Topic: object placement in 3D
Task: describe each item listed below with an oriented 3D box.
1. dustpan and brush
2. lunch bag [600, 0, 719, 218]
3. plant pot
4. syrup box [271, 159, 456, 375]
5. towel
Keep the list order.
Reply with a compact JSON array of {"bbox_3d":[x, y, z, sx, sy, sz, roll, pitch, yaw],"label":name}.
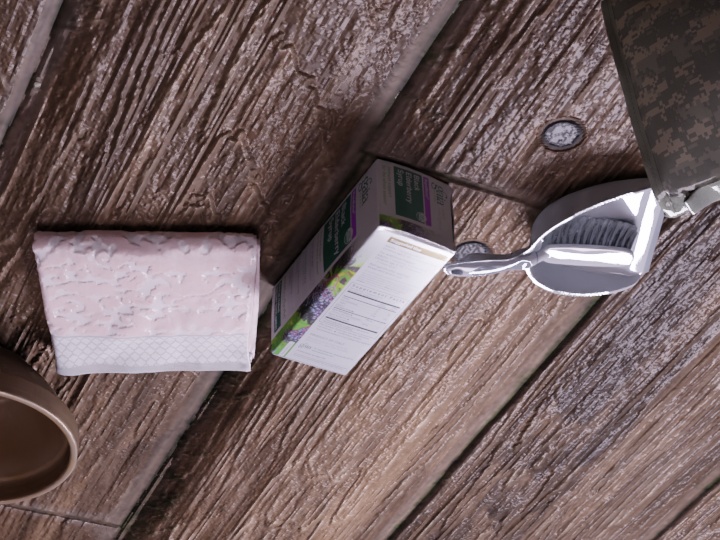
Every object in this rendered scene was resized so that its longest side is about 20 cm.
[{"bbox_3d":[0.170,-0.019,1.497,0.199,0.057,0.140,0,140,-3],"label":"dustpan and brush"},{"bbox_3d":[0.282,-0.137,1.253,0.163,0.201,0.118,-23,136,22],"label":"lunch bag"},{"bbox_3d":[-0.367,0.134,1.627,0.200,0.093,0.201,-1,141,-1],"label":"plant pot"},{"bbox_3d":[0.000,0.000,1.496,0.081,0.079,0.200,18,136,-22],"label":"syrup box"},{"bbox_3d":[-0.192,0.031,1.562,0.199,0.032,0.191,0,140,-4],"label":"towel"}]
